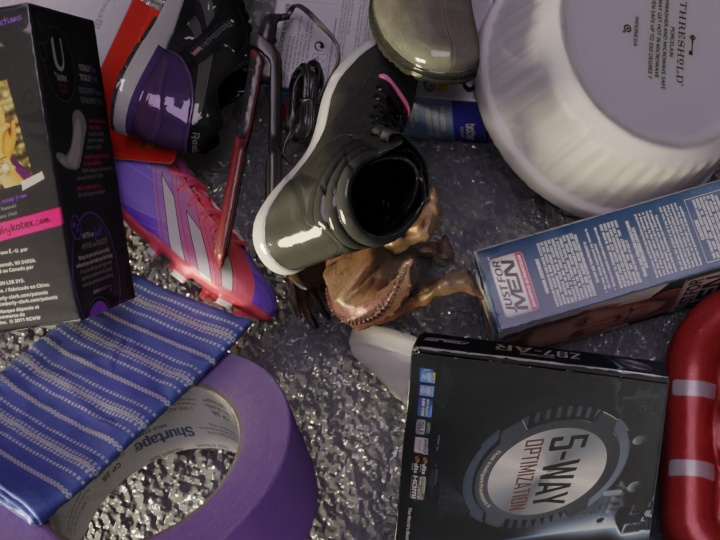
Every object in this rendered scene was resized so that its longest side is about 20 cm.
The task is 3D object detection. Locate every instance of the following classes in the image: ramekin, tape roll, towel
[{"bbox_3d":[0.186,-0.141,0.808,0.200,0.094,0.205,4,75,-16],"label":"ramekin"},{"bbox_3d":[-0.130,0.143,0.752,0.198,0.066,0.201,-13,36,10],"label":"tape roll"},{"bbox_3d":[-0.188,0.076,0.790,0.144,0.024,0.200,18,49,38],"label":"towel"}]

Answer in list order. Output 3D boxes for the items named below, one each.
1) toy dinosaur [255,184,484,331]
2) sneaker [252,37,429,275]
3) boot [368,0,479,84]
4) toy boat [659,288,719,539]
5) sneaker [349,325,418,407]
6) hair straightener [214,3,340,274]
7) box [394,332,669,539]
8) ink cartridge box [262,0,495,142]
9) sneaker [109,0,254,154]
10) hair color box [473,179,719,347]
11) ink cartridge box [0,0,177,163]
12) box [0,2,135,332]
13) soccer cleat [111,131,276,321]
[{"bbox_3d":[0.000,0.000,0.797,0.135,0.200,0.086,-25,112,1],"label":"toy dinosaur"},{"bbox_3d":[0.015,-0.082,0.752,0.099,0.071,0.201,-5,47,46],"label":"sneaker"},{"bbox_3d":[0.044,-0.230,0.767,0.067,0.131,0.201,-2,53,-13],"label":"boot"},{"bbox_3d":[0.260,0.100,0.738,0.129,0.131,0.202,3,73,7],"label":"toy boat"},{"bbox_3d":[0.069,0.107,0.796,0.199,0.075,0.089,28,90,14],"label":"sneaker"},{"bbox_3d":[-0.051,-0.094,0.822,0.076,0.041,0.202,9,75,-6],"label":"hair straightener"},{"bbox_3d":[0.104,0.150,0.745,0.159,0.044,0.202,7,100,9],"label":"box"},{"bbox_3d":[0.036,-0.175,0.882,0.198,0.076,0.138,5,74,10],"label":"ink cartridge box"},{"bbox_3d":[-0.106,-0.170,0.867,0.087,0.076,0.201,20,66,2],"label":"sneaker"},{"bbox_3d":[0.180,0.000,0.797,0.198,0.100,0.061,-16,72,2],"label":"hair color box"},{"bbox_3d":[-0.219,-0.163,0.896,0.198,0.057,0.164,3,56,17],"label":"ink cartridge box"},{"bbox_3d":[-0.231,-0.066,0.784,0.105,0.122,0.202,-7,95,7],"label":"box"},{"bbox_3d":[-0.129,-0.038,0.861,0.199,0.067,0.077,36,84,22],"label":"soccer cleat"}]
